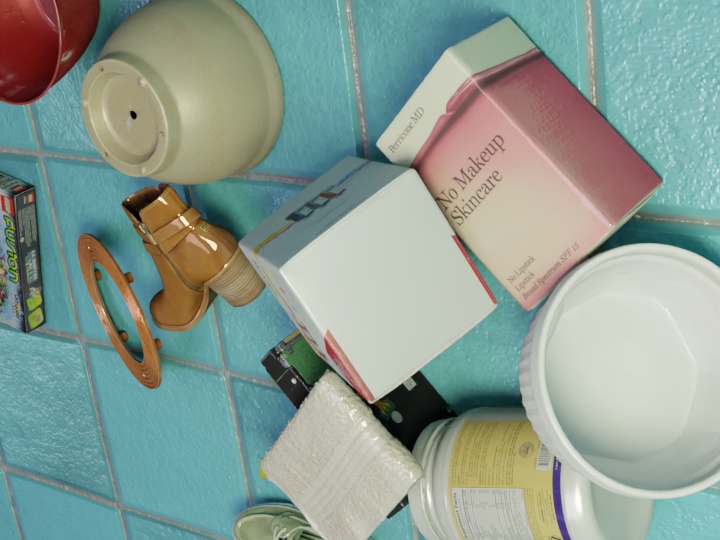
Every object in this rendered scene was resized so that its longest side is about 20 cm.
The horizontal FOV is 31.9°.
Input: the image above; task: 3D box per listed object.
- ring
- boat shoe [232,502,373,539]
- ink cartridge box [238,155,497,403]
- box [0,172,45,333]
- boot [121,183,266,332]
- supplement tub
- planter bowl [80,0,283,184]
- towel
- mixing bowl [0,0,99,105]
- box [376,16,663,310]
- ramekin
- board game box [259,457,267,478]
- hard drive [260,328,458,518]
[{"bbox_3d":[-0.281,0.047,1.488,0.200,0.019,0.202,45,149,36],"label":"ring"},{"bbox_3d":[-0.071,0.311,1.456,0.198,0.062,0.073,6,80,29],"label":"boat shoe"},{"bbox_3d":[0.000,0.000,1.127,0.146,0.144,0.200,55,173,-15],"label":"ink cartridge box"},{"bbox_3d":[-0.461,-0.028,1.621,0.109,0.035,0.202,21,124,29],"label":"box"},{"bbox_3d":[-0.207,-0.013,1.356,0.155,0.077,0.199,45,149,-23],"label":"boot"},{"bbox_3d":[0.157,0.200,1.177,0.198,0.145,0.147,-7,108,40],"label":"supplement tub"},{"bbox_3d":[-0.194,-0.171,1.270,0.198,0.134,0.203,18,123,30],"label":"planter bowl"},{"bbox_3d":[-0.023,0.190,1.197,0.133,0.034,0.201,45,142,11],"label":"towel"},{"bbox_3d":[-0.353,-0.290,1.351,0.198,0.108,0.203,18,123,31],"label":"mixing bowl"},{"bbox_3d":[0.133,-0.091,1.071,0.200,0.109,0.128,47,133,8],"label":"box"},{"bbox_3d":[0.224,0.086,1.035,0.201,0.199,0.105,53,166,2],"label":"ramekin"},{"bbox_3d":[-0.005,0.216,1.348,0.198,0.095,0.030,1,86,39],"label":"board game box"},{"bbox_3d":[0.008,0.131,1.263,0.201,0.139,0.038,50,133,5],"label":"hard drive"}]
